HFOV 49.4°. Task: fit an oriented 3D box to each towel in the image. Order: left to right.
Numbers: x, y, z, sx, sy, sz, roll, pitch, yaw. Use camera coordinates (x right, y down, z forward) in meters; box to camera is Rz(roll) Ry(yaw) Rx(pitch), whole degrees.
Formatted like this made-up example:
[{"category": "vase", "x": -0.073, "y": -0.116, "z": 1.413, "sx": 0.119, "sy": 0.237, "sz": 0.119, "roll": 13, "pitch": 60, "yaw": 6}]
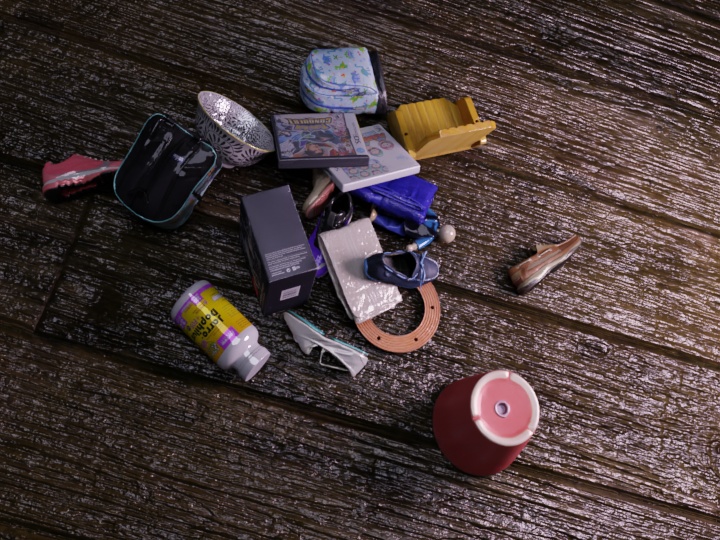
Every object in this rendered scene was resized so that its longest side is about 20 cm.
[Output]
[{"category": "towel", "x": 0.000, "y": 0.000, "z": 1.630, "sx": 0.131, "sy": 0.034, "sz": 0.204, "roll": -21, "pitch": 89, "yaw": -31}, {"category": "towel", "x": 0.068, "y": -0.189, "z": 1.728, "sx": 0.197, "sy": 0.050, "sz": 0.149, "roll": 25, "pitch": 41, "yaw": 3}]

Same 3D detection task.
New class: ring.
[{"category": "ring", "x": 0.075, "y": 0.078, "z": 1.672, "sx": 0.195, "sy": 0.019, "sz": 0.205, "roll": 4, "pitch": 67, "yaw": -10}]

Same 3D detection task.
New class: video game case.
[{"category": "video game case", "x": -0.091, "y": -0.285, "z": 1.702, "sx": 0.195, "sy": 0.026, "sz": 0.183, "roll": -3, "pitch": 43, "yaw": -12}, {"category": "video game case", "x": 0.003, "y": -0.250, "z": 1.713, "sx": 0.196, "sy": 0.024, "sz": 0.183, "roll": -16, "pitch": 47, "yaw": -26}]

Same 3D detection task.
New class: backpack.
[{"category": "backpack", "x": -0.398, "y": -0.190, "z": 1.603, "sx": 0.174, "sy": 0.153, "sz": 0.202, "roll": 33, "pitch": 79, "yaw": 0}, {"category": "backpack", "x": -0.044, "y": -0.434, "z": 1.796, "sx": 0.195, "sy": 0.154, "sz": 0.167, "roll": -9, "pitch": 66, "yaw": 0}]

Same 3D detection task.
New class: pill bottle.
[{"category": "pill bottle", "x": -0.272, "y": 0.121, "z": 1.537, "sx": 0.199, "sy": 0.105, "sz": 0.104, "roll": 42, "pitch": 67, "yaw": 7}]

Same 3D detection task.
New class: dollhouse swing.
[{"category": "dollhouse swing", "x": 0.186, "y": -0.349, "z": 1.780, "sx": 0.196, "sy": 0.176, "sz": 0.185, "roll": -13, "pitch": 71, "yaw": -15}]

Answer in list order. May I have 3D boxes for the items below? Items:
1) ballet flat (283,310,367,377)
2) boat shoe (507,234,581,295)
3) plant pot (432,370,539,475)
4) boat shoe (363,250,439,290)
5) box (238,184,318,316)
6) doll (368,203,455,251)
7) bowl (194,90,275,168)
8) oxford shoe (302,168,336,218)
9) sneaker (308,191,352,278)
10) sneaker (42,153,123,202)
[{"category": "ballet flat", "x": -0.080, "y": 0.153, "z": 1.591, "sx": 0.197, "sy": 0.070, "sz": 0.070, "roll": 29, "pitch": 66, "yaw": 0}, {"category": "boat shoe", "x": 0.412, "y": -0.028, "z": 1.754, "sx": 0.198, "sy": 0.076, "sz": 0.074, "roll": -34, "pitch": 75, "yaw": -22}, {"category": "plant pot", "x": 0.254, "y": 0.289, "z": 1.539, "sx": 0.195, "sy": 0.178, "sz": 0.205, "roll": 4, "pitch": 68, "yaw": -9}, {"category": "boat shoe", "x": 0.099, "y": -0.001, "z": 1.628, "sx": 0.197, "sy": 0.068, "sz": 0.086, "roll": -4, "pitch": 77, "yaw": -41}, {"category": "box", "x": -0.171, "y": -0.036, "z": 1.569, "sx": 0.102, "sy": 0.201, "sz": 0.185, "roll": -15, "pitch": 71, "yaw": -16}, {"category": "doll", "x": 0.115, "y": -0.100, "z": 1.734, "sx": 0.196, "sy": 0.049, "sz": 0.139, "roll": 16, "pitch": 54, "yaw": -5}, {"category": "bowl", "x": -0.286, "y": -0.285, "z": 1.684, "sx": 0.200, "sy": 0.200, "sz": 0.095, "roll": 42, "pitch": 110, "yaw": 7}, {"category": "oxford shoe", "x": -0.084, "y": -0.196, "z": 1.726, "sx": 0.073, "sy": 0.071, "sz": 0.201, "roll": 29, "pitch": 55, "yaw": 6}, {"category": "sneaker", "x": -0.069, "y": -0.086, "z": 1.662, "sx": 0.068, "sy": 0.100, "sz": 0.203, "roll": 22, "pitch": 65, "yaw": 1}, {"category": "sneaker", "x": -0.566, "y": -0.211, "z": 1.628, "sx": 0.196, "sy": 0.074, "sz": 0.088, "roll": -15, "pitch": 68, "yaw": -18}]
